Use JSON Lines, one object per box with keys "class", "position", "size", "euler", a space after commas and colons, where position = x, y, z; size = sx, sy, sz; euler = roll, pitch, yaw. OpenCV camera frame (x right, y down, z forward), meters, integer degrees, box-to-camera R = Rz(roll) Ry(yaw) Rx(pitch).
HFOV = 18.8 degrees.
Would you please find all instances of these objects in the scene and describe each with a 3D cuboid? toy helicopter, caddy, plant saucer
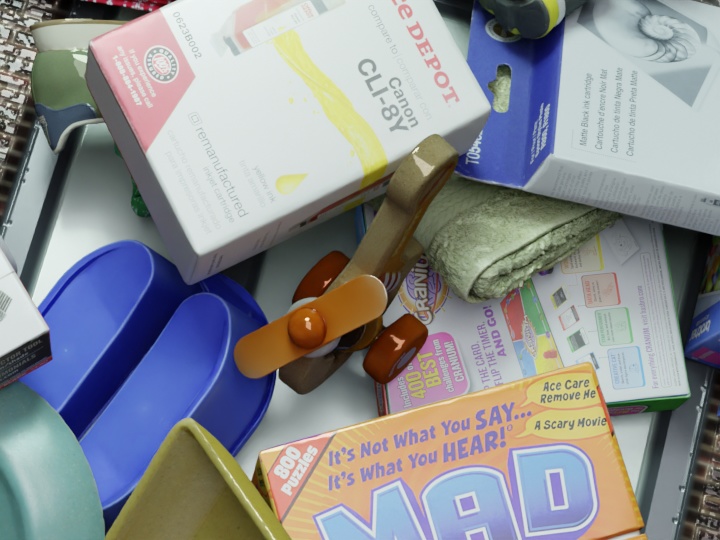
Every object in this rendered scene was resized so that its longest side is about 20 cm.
{"class": "toy helicopter", "position": [0.000, 0.000, 1.280], "size": [0.079, 0.201, 0.132], "euler": [41, 41, 15]}
{"class": "caddy", "position": [-0.142, 0.080, 1.337], "size": [0.141, 0.105, 0.200], "euler": [33, 81, 25]}
{"class": "plant saucer", "position": [-0.072, 0.214, 1.172], "size": [0.048, 0.201, 0.200], "euler": [-3, 45, -46]}
{"class": "plant saucer", "position": [-0.242, 0.157, 1.281], "size": [0.199, 0.036, 0.202], "euler": [2, 94, 27]}

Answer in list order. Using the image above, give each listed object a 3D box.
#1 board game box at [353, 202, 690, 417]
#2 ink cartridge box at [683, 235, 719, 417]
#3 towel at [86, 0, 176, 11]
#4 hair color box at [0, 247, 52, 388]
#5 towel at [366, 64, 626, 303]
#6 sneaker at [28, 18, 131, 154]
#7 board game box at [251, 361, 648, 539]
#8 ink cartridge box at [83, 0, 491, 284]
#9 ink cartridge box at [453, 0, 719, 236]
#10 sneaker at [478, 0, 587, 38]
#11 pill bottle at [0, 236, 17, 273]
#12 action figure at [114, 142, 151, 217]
{"class": "board game box", "position": [0.103, 0.022, 1.410], "size": [0.198, 0.040, 0.154], "euler": [-5, 75, -7]}
{"class": "ink cartridge box", "position": [0.258, -0.014, 1.394], "size": [0.042, 0.119, 0.202], "euler": [17, 74, -8]}
{"class": "towel", "position": [-0.134, -0.241, 1.418], "size": [0.199, 0.022, 0.146], "euler": [12, 82, 24]}
{"class": "hair color box", "position": [-0.274, -0.013, 1.254], "size": [0.110, 0.064, 0.201], "euler": [-29, 76, -14]}
{"class": "towel", "position": [0.102, -0.069, 1.399], "size": [0.199, 0.037, 0.148], "euler": [-31, 57, -25]}
{"class": "sneaker", "position": [-0.109, -0.109, 1.368], "size": [0.198, 0.067, 0.091], "euler": [1, 91, -7]}
{"class": "board game box", "position": [0.054, 0.194, 1.274], "size": [0.198, 0.200, 0.201], "euler": [-14, 77, -10]}
{"class": "ink cartridge box", "position": [-0.044, -0.104, 1.288], "size": [0.199, 0.083, 0.146], "euler": [-26, 82, -14]}
{"class": "ink cartridge box", "position": [0.165, -0.114, 1.392], "size": [0.198, 0.041, 0.200], "euler": [11, 43, -3]}
{"class": "sneaker", "position": [0.092, -0.227, 1.446], "size": [0.084, 0.075, 0.200], "euler": [-26, 54, -20]}
{"class": "pill bottle", "position": [-0.318, 0.023, 1.330], "size": [0.200, 0.112, 0.112], "euler": [-41, 82, -15]}
{"class": "action figure", "position": [-0.106, -0.125, 1.424], "size": [0.117, 0.055, 0.201], "euler": [24, 73, -1]}
